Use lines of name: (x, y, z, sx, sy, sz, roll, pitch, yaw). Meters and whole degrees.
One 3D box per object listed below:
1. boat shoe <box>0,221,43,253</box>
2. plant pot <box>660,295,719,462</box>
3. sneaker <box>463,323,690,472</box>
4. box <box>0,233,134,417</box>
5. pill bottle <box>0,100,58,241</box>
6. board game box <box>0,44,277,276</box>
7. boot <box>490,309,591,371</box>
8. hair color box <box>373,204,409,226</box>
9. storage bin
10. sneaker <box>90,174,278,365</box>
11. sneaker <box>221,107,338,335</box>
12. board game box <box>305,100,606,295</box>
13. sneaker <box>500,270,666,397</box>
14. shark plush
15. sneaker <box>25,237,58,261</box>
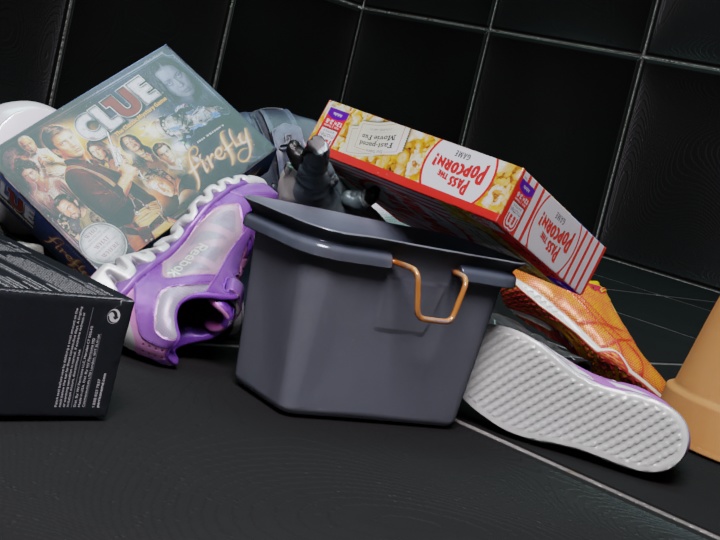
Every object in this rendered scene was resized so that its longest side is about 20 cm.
boat shoe: (-0.310, -0.019, 1.037, 0.199, 0.064, 0.070, 20, 10, 42)
plant pot: (0.374, 0.098, 1.149, 0.198, 0.142, 0.200, 14, 6, -2)
sneaker: (0.163, 0.102, 1.022, 0.199, 0.073, 0.114, 27, 6, 15)
box: (-0.254, 0.020, 0.778, 0.199, 0.080, 0.140, 21, 7, 43)
pill bottle: (-0.300, -0.080, 1.126, 0.111, 0.114, 0.200, 10, -12, -24)
board game box: (-0.181, -0.085, 1.030, 0.135, 0.035, 0.200, 42, 53, 8)
boot: (0.119, 0.071, 1.176, 0.131, 0.071, 0.199, 26, 18, 40)
hair color box: (0.000, 0.000, 1.140, 0.108, 0.065, 0.200, -2, 24, 12)
storage bin: (0.010, 0.036, 0.936, 0.198, 0.136, 0.145, 8, 9, -34)
sneaker: (-0.117, 0.005, 0.982, 0.088, 0.081, 0.200, 29, 48, 22)
sneaker: (-0.079, -0.049, 1.131, 0.145, 0.205, 0.077, -3, -14, -29)
board game box: (0.074, -0.058, 1.012, 0.199, 0.047, 0.151, 25, -6, 40)
sneaker: (0.226, 0.053, 1.238, 0.200, 0.077, 0.073, 44, -22, 5)
shark plush: (-0.020, -0.068, 1.016, 0.082, 0.092, 0.201, 8, -30, 8)
sneaker: (-0.204, -0.015, 1.137, 0.198, 0.083, 0.073, 9, 9, -34)
